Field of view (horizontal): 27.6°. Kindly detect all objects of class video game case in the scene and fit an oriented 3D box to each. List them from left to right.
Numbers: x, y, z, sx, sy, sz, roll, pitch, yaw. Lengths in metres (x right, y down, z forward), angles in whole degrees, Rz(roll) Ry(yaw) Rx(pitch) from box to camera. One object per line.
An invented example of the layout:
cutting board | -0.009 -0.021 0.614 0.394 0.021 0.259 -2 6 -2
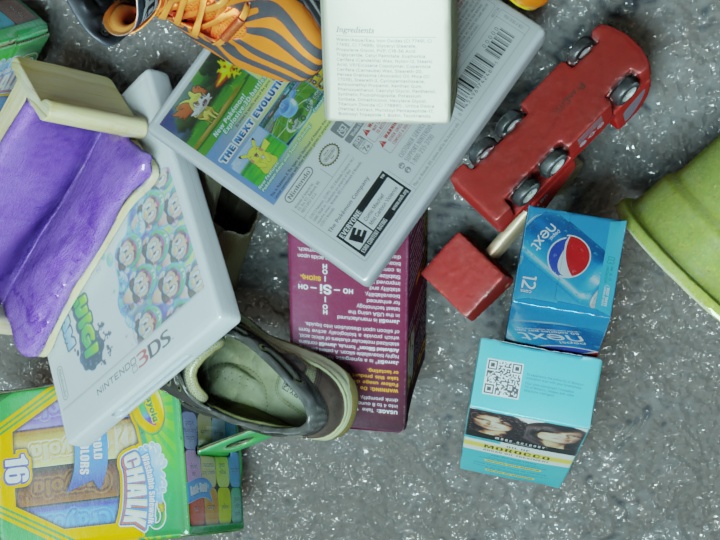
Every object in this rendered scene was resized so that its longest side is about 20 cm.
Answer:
video game case | -0.169 -0.008 1.021 0.024 0.201 0.182 9 142 -45
video game case | -0.010 -0.121 0.950 0.182 0.022 0.201 35 87 12

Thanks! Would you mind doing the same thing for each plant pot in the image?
plant pot | 0.296 -0.047 0.931 0.200 0.201 0.185 36 106 -8

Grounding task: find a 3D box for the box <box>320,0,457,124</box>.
box | 0.017 -0.190 0.861 0.082 0.068 0.201 3 116 8

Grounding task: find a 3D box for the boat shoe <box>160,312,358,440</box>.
boat shoe | -0.098 0.064 1.005 0.200 0.066 0.072 20 95 24

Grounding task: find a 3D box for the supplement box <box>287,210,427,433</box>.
supplement box | 0.000 0.000 1.043 0.085 0.111 0.201 5 117 9

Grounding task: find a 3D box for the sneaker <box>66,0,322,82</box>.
sneaker | -0.109 -0.157 0.873 0.199 0.112 0.078 31 124 -17

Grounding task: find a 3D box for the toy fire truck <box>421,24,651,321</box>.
toy fire truck | 0.118 -0.063 0.993 0.200 0.141 0.049 -46 71 0

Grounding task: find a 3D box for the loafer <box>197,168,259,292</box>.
loafer | -0.110 -0.021 1.073 0.067 0.076 0.201 4 118 16

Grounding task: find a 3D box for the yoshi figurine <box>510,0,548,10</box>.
yoshi figurine | 0.135 -0.247 0.880 0.112 0.112 0.200 39 119 1

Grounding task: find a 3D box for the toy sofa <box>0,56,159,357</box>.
toy sofa | -0.229 -0.038 1.011 0.083 0.098 0.200 9 127 -45

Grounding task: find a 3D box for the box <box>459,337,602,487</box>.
box | 0.116 0.105 1.039 0.082 0.049 0.200 10 161 6

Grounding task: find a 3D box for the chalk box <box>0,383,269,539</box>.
chalk box | -0.161 0.145 1.116 0.199 0.124 0.125 -7 79 16

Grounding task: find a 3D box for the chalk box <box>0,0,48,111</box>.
chalk box | -0.309 -0.147 0.999 0.124 0.124 0.200 38 119 7

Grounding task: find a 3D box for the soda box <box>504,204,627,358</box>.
soda box | 0.132 0.027 0.990 0.064 0.068 0.200 10 161 7
